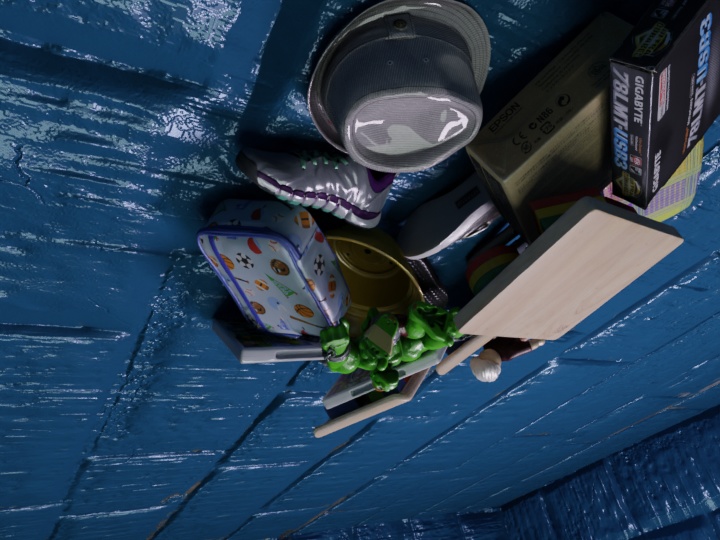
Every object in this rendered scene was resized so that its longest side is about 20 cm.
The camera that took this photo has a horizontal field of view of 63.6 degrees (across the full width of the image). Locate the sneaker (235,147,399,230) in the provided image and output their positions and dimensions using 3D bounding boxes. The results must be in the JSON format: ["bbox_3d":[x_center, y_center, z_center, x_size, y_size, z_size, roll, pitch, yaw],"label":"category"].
[{"bbox_3d":[-0.043,-0.117,0.649,0.197,0.075,0.089,16,113,-41],"label":"sneaker"}]

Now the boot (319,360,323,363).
[{"bbox_3d":[0.037,0.108,0.975,0.195,0.071,0.174,4,154,-28],"label":"boot"}]

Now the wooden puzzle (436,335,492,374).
[{"bbox_3d":[0.217,0.075,0.986,0.199,0.046,0.186,-36,171,-49],"label":"wooden puzzle"}]

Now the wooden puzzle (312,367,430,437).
[{"bbox_3d":[0.029,0.172,0.907,0.183,0.047,0.199,-31,-179,32],"label":"wooden puzzle"}]

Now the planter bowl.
[{"bbox_3d":[0.000,0.000,0.778,0.195,0.085,0.203,13,140,11],"label":"planter bowl"}]

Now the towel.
[{"bbox_3d":[0.433,-0.122,0.865,0.141,0.023,0.200,-26,147,15],"label":"towel"}]

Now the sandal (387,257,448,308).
[{"bbox_3d":[0.091,0.013,0.897,0.073,0.049,0.201,-11,148,11],"label":"sandal"}]

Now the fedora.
[{"bbox_3d":[0.049,-0.161,0.564,0.194,0.092,0.179,-3,140,-17],"label":"fedora"}]

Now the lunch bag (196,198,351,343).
[{"bbox_3d":[-0.104,0.007,0.712,0.156,0.077,0.203,3,137,26],"label":"lunch bag"}]

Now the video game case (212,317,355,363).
[{"bbox_3d":[-0.111,0.098,0.853,0.178,0.023,0.199,2,-173,-25],"label":"video game case"}]

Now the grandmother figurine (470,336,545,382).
[{"bbox_3d":[0.257,0.119,0.996,0.199,0.061,0.121,-37,-173,-29],"label":"grandmother figurine"}]

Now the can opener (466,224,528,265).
[{"bbox_3d":[0.228,-0.043,0.858,0.077,0.065,0.200,8,141,-33],"label":"can opener"}]

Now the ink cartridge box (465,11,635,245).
[{"bbox_3d":[0.229,-0.143,0.642,0.199,0.075,0.165,-43,145,4],"label":"ink cartridge box"}]

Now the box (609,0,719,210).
[{"bbox_3d":[0.320,-0.197,0.571,0.199,0.049,0.201,-50,143,-10],"label":"box"}]

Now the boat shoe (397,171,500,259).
[{"bbox_3d":[0.139,-0.071,0.771,0.198,0.072,0.063,-34,143,24],"label":"boat shoe"}]

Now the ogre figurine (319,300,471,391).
[{"bbox_3d":[0.036,0.086,0.705,0.197,0.099,0.120,-27,169,-29],"label":"ogre figurine"}]

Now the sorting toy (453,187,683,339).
[{"bbox_3d":[0.222,-0.010,0.656,0.195,0.071,0.201,8,137,-38],"label":"sorting toy"}]

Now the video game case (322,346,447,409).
[{"bbox_3d":[0.047,0.130,0.854,0.197,0.018,0.143,-28,-173,28],"label":"video game case"}]
